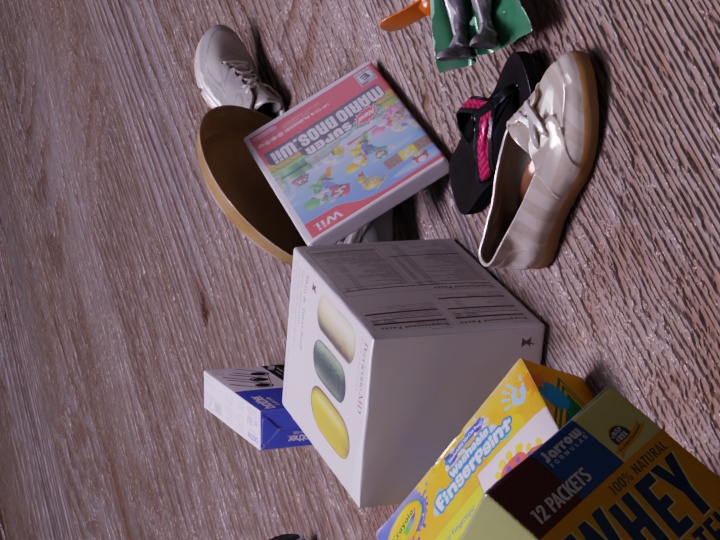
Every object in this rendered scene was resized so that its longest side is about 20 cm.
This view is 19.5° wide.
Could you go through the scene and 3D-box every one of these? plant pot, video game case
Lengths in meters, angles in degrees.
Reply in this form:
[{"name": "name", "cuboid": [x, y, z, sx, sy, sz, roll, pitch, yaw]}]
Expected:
[{"name": "plant pot", "cuboid": [-0.080, -0.073, 1.978, 0.027, 0.200, 0.200, -43, 47, 28]}, {"name": "video game case", "cuboid": [-0.016, -0.105, 1.889, 0.017, 0.143, 0.200, 59, 179, -38]}]

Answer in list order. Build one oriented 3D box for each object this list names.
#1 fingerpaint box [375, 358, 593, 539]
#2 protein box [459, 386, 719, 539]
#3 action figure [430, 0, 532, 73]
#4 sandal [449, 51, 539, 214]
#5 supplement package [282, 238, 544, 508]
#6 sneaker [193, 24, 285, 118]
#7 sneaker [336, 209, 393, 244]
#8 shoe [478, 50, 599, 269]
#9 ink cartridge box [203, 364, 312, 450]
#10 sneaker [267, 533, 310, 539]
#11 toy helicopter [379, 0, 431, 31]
[{"name": "fingerpaint box", "cuboid": [0.117, 0.197, 1.567, 0.200, 0.073, 0.167, -53, 39, 24]}, {"name": "protein box", "cuboid": [0.163, 0.225, 1.341, 0.198, 0.135, 0.200, 41, 141, 17]}, {"name": "action figure", "cuboid": [0.074, -0.268, 1.644, 0.118, 0.055, 0.201, -18, 77, 49]}, {"name": "sandal", "cuboid": [0.099, -0.105, 1.695, 0.200, 0.045, 0.075, 121, 140, -57]}, {"name": "supplement package", "cuboid": [0.039, 0.080, 1.738, 0.200, 0.150, 0.152, -133, 44, -60]}, {"name": "sneaker", "cuboid": [-0.116, -0.185, 2.243, 0.092, 0.076, 0.200, -47, 57, 53]}, {"name": "sneaker", "cuboid": [0.000, 0.000, 1.896, 0.074, 0.079, 0.200, -34, 30, 48]}, {"name": "shoe", "cuboid": [0.135, -0.078, 1.592, 0.070, 0.053, 0.200, -116, 30, -45]}, {"name": "ink cartridge box", "cuboid": [-0.092, 0.141, 2.183, 0.200, 0.094, 0.044, -155, 63, -68]}, {"name": "sneaker", "cuboid": [-0.049, 0.360, 2.158, 0.200, 0.075, 0.081, -118, 18, -52]}, {"name": "toy helicopter", "cuboid": [0.067, -0.271, 1.721, 0.200, 0.079, 0.133, -8, 80, 57]}]
